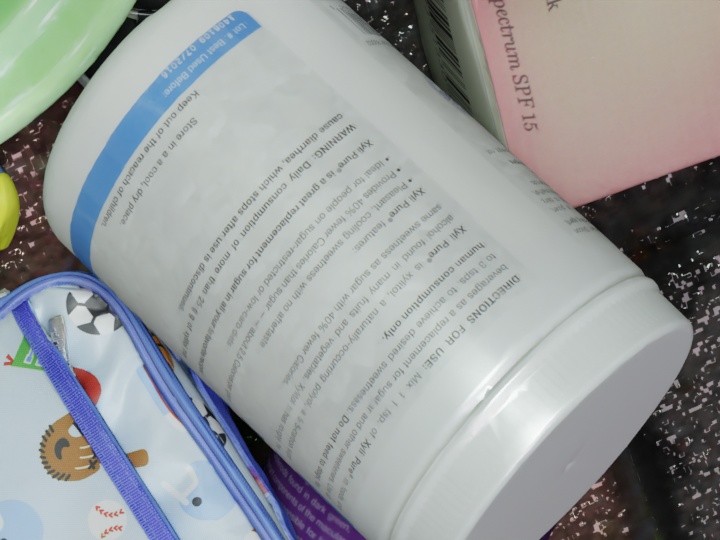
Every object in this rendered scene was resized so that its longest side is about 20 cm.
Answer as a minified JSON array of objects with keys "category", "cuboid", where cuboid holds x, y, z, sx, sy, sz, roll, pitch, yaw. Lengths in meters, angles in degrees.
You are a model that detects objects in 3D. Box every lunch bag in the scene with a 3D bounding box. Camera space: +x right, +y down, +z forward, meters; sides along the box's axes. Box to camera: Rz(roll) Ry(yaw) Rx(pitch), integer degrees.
[{"category":"lunch bag","cuboid":[-0.104,0.103,1.032,0.160,0.076,0.200,-34,75,3]}]

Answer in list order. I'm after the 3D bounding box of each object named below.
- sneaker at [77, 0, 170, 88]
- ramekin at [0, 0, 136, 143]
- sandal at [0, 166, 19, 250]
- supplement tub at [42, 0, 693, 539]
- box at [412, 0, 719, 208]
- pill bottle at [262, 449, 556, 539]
[{"category":"sneaker","cuboid":[-0.080,-0.140,0.982,0.071,0.083,0.201,-9,114,-11]},{"category":"ramekin","cuboid":[-0.172,-0.118,0.914,0.199,0.098,0.200,-27,152,-16]},{"category":"sandal","cuboid":[-0.216,0.008,1.003,0.199,0.079,0.087,-29,86,-1]},{"category":"supplement tub","cuboid":[0.000,0.000,0.967,0.200,0.132,0.132,44,98,17]},{"category":"box","cuboid":[0.121,-0.120,1.032,0.199,0.109,0.128,-20,115,-7]},{"category":"pill bottle","cuboid":[0.026,0.073,1.083,0.111,0.111,0.201,22,104,-22]}]
